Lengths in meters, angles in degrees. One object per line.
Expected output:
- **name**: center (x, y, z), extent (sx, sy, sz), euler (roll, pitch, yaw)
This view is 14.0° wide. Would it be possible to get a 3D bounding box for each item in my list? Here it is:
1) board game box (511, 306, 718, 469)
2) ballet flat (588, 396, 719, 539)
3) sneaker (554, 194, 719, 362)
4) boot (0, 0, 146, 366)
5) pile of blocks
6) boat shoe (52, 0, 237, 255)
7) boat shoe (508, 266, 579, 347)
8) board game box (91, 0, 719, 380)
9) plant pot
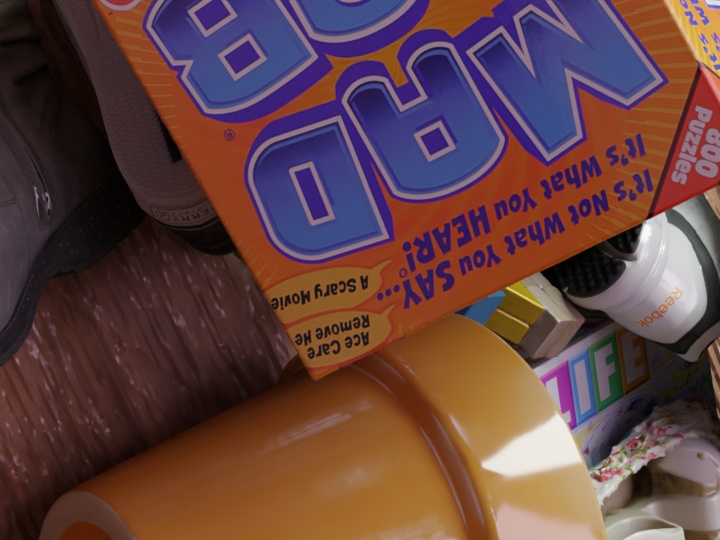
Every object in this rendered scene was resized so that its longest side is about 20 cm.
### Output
- **board game box**: center (0.101, 0.095, 1.374), extent (0.200, 0.034, 0.135), euler (-28, 113, -47)
- **ballet flat**: center (0.127, 0.116, 1.330), extent (0.200, 0.064, 0.076), euler (-32, 116, -46)
- **sneaker**: center (0.130, -0.026, 1.393), extent (0.080, 0.074, 0.200), euler (36, 27, -22)
- **boot**: center (-0.173, -0.032, 1.161), extent (0.131, 0.067, 0.200), euler (60, 40, -17)
- **pile of blocks**: center (0.000, 0.000, 1.296), extent (0.199, 0.062, 0.082), euler (30, 25, -11)
- **boat shoe**: center (-0.089, -0.093, 1.233), extent (0.071, 0.072, 0.201), euler (72, 6, -60)
- **boat shoe**: center (0.108, -0.008, 1.456), extent (0.200, 0.072, 0.065), euler (-43, 152, -41)
- **board game box**: center (0.040, -0.114, 1.158), extent (0.201, 0.199, 0.200), euler (60, 23, -9)
- **plant pot**: center (-0.026, 0.132, 1.213), extent (0.182, 0.200, 0.202), euler (-12, 94, -32)
